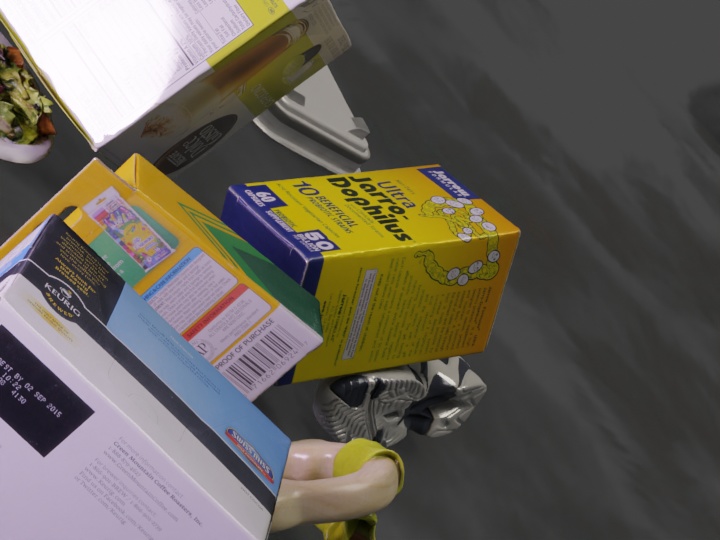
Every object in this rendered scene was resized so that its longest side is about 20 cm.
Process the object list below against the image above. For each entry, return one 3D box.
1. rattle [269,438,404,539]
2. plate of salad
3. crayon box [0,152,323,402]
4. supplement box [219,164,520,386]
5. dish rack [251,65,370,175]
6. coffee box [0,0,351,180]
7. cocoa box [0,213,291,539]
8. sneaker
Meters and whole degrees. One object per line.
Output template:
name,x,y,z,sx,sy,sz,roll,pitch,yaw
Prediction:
rattle,-0.062,0.183,1.451,0.130,0.143,0.200,24,24,29
plate of salad,-0.284,-0.158,1.573,0.200,0.048,0.200,42,22,-21
crayon box,-0.138,0.014,1.453,0.200,0.126,0.052,40,21,-25
supplement box,0.000,0.000,1.656,0.200,0.110,0.109,-8,35,-38
dish rack,-0.066,-0.184,2.096,0.172,0.044,0.200,25,30,-48
coffee box,-0.151,-0.203,1.652,0.200,0.198,0.200,54,1,9
cocoa box,-0.157,0.095,1.251,0.200,0.133,0.131,45,19,-12
sneaker,0.000,0.067,1.738,0.130,0.080,0.199,45,28,26
